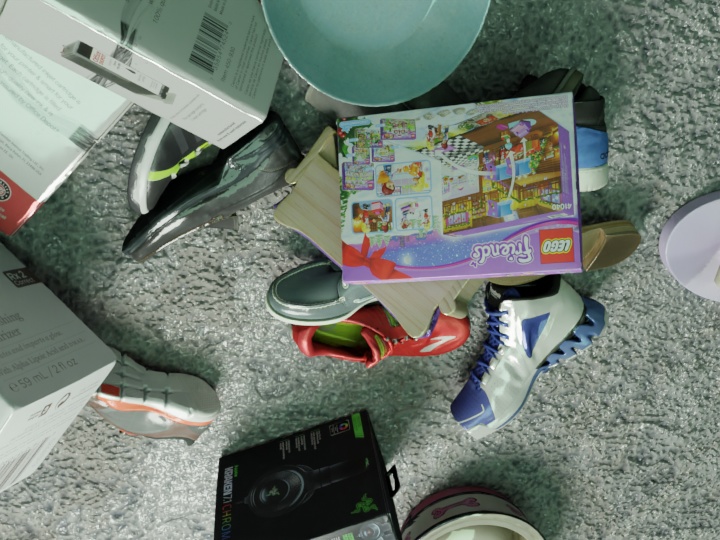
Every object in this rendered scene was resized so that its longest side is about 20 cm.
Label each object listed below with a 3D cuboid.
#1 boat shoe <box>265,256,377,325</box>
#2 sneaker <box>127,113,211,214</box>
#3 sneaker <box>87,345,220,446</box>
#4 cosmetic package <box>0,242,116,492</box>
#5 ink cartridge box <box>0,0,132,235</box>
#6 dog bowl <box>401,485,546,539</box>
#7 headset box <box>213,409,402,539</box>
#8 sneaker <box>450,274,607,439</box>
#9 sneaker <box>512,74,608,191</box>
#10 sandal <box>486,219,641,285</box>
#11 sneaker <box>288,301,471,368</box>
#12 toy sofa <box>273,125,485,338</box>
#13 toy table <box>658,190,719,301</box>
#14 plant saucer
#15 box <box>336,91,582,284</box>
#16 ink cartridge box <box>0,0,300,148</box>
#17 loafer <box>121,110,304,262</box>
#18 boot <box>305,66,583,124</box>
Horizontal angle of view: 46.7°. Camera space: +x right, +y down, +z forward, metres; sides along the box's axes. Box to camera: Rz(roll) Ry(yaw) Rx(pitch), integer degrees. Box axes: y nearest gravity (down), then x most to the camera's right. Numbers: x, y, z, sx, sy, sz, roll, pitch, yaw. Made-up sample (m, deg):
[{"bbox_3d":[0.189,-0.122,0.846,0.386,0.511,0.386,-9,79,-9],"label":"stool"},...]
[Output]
[{"bbox_3d":[0.000,0.000,0.831,0.196,0.074,0.062,-11,147,-10],"label":"boat shoe"},{"bbox_3d":[-0.143,-0.133,0.747,0.082,0.072,0.203,25,101,-14],"label":"sneaker"},{"bbox_3d":[-0.250,0.142,0.873,0.197,0.078,0.083,22,118,-15],"label":"sneaker"},{"bbox_3d":[-0.366,0.088,0.744,0.200,0.165,0.166,42,105,4],"label":"cosmetic package"},{"bbox_3d":[-0.286,-0.158,0.713,0.200,0.083,0.147,-42,112,12],"label":"ink cartridge box"},{"bbox_3d":[0.130,0.353,1.019,0.195,0.074,0.204,-3,114,-7],"label":"dog bowl"},{"bbox_3d":[-0.049,0.260,0.896,0.196,0.175,0.094,-17,117,2],"label":"headset box"},{"bbox_3d":[0.157,0.071,0.897,0.199,0.081,0.115,-44,109,6],"label":"sneaker"},{"bbox_3d":[0.139,-0.129,0.798,0.195,0.077,0.114,-5,109,3],"label":"sneaker"},{"bbox_3d":[0.190,-0.039,0.856,0.208,0.070,0.078,-5,140,-28],"label":"sandal"},{"bbox_3d":[0.023,0.070,0.868,0.195,0.085,0.079,1,116,-7],"label":"sneaker"},{"bbox_3d":[0.021,-0.030,0.764,0.199,0.083,0.098,39,95,15],"label":"toy sofa"},{"bbox_3d":[0.428,-0.003,0.871,0.195,0.118,0.188,-5,116,-6],"label":"toy table"},{"bbox_3d":[0.011,-0.235,0.659,0.197,0.039,0.205,-8,112,-18],"label":"plant saucer"},{"bbox_3d":[0.079,-0.063,0.684,0.195,0.039,0.140,-3,86,17],"label":"box"},{"bbox_3d":[-0.155,-0.210,0.639,0.198,0.082,0.150,26,67,-28],"label":"ink cartridge box"},{"bbox_3d":[-0.139,-0.063,0.794,0.198,0.073,0.073,-34,119,10],"label":"loafer"},{"bbox_3d":[0.071,-0.161,0.741,0.200,0.072,0.182,45,103,11],"label":"boot"}]
